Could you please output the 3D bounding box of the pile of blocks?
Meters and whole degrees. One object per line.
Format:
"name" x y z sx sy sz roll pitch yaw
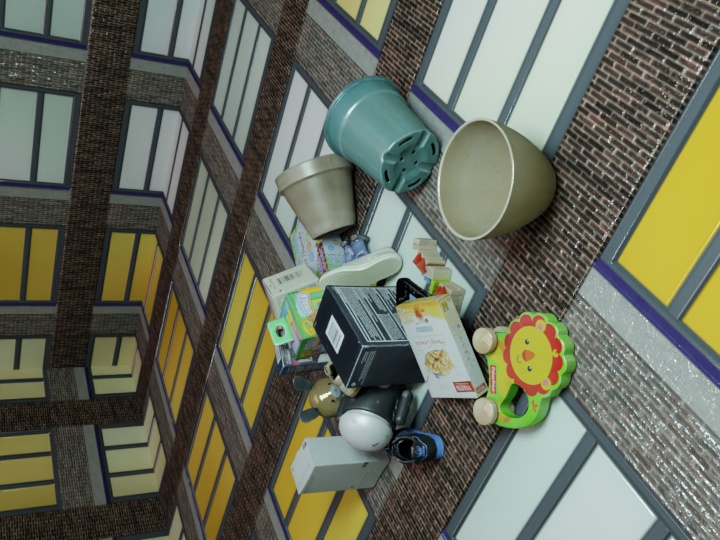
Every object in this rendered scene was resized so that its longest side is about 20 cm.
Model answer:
"pile of blocks" 0.141 0.010 1.489 0.082 0.062 0.201 -62 38 38

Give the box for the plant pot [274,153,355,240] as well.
"plant pot" -0.092 -0.177 1.815 0.200 0.199 0.175 -25 84 57

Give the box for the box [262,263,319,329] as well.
"box" -0.155 0.105 1.845 0.109 0.127 0.201 -134 27 -58

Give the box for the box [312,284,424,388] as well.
"box" 0.033 0.136 1.535 0.200 0.197 0.124 57 136 45

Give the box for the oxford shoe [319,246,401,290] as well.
"oxford shoe" 0.000 0.000 1.656 0.058 0.199 0.075 -96 -19 -51

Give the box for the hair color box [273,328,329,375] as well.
"hair color box" -0.106 0.189 1.772 0.061 0.198 0.101 121 140 -57

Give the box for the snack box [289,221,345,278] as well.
"snack box" -0.114 -0.049 1.937 0.169 0.067 0.201 -47 49 50

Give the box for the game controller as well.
"game controller" 0.141 0.093 1.440 0.200 0.042 0.105 38 154 36

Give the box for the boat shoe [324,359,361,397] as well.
"boat shoe" -0.043 0.211 1.583 0.072 0.065 0.200 -57 15 7

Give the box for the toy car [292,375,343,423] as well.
"toy car" -0.059 0.289 1.689 0.158 0.198 0.165 -47 50 49

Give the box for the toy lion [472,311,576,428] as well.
"toy lion" 0.282 0.171 1.241 0.191 0.068 0.202 -2 87 53

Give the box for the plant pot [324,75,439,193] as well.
"plant pot" 0.055 -0.278 1.545 0.196 0.199 0.201 50 131 38

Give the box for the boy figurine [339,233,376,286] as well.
"boy figurine" 0.007 0.014 1.723 0.124 0.064 0.202 -31 63 38

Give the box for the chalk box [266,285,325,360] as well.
"chalk box" -0.115 0.120 1.696 0.124 0.198 0.125 116 136 -57

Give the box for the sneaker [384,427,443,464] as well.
"sneaker" 0.091 0.373 1.543 0.200 0.077 0.071 -21 71 58

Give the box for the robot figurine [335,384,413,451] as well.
"robot figurine" 0.029 0.291 1.570 0.150 0.124 0.201 -55 13 55

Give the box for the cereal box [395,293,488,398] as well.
"cereal box" 0.154 0.149 1.395 0.144 0.039 0.201 -15 99 57

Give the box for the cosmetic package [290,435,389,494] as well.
"cosmetic package" -0.048 0.442 1.662 0.081 0.198 0.113 61 139 42

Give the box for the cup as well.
"cup" 0.245 -0.149 1.229 0.200 0.142 0.202 -3 86 61
